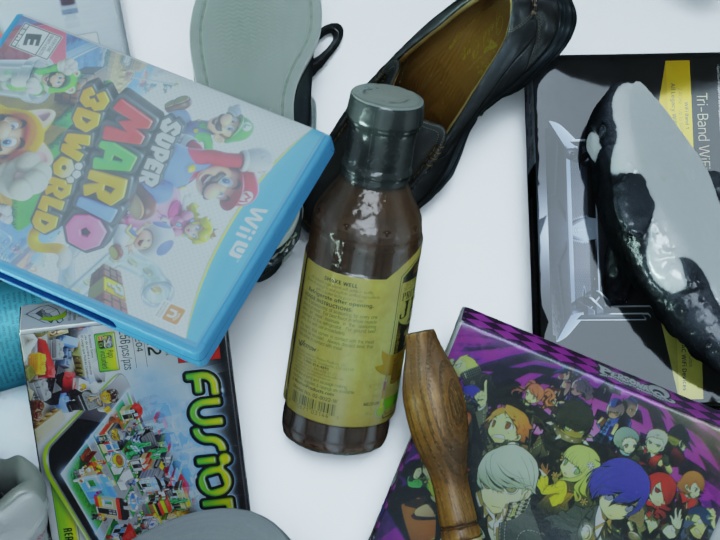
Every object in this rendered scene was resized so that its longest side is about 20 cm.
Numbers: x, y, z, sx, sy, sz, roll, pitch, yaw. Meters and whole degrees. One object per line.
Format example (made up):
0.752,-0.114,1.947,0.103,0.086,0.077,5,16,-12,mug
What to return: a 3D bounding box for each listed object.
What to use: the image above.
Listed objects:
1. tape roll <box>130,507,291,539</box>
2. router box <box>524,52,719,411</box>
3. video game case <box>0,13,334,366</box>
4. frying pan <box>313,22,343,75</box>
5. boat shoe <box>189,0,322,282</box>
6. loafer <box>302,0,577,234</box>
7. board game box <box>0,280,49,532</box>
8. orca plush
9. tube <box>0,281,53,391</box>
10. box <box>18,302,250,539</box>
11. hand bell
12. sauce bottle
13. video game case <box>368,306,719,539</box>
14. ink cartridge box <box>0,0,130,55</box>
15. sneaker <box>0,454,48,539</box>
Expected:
-0.094,0.219,1.406,0.200,0.200,0.066,-45,122,-5,tape roll
0.173,-0.020,1.548,0.156,0.052,0.201,-1,83,-2,router box
-0.133,-0.046,1.464,0.199,0.018,0.144,22,66,20,video game case
-0.093,-0.072,1.559,0.114,0.031,0.191,22,72,-9,frying pan
-0.061,-0.091,1.526,0.075,0.060,0.201,7,64,-1,boat shoe
0.029,-0.091,1.521,0.073,0.072,0.200,46,107,17,loafer
-0.263,0.041,1.538,0.199,0.043,0.200,4,83,-1,board game box
0.169,0.000,1.500,0.071,0.105,0.200,-36,89,40,orca plush
-0.213,0.040,1.495,0.199,0.050,0.078,-13,95,-2,tube
-0.116,0.109,1.490,0.109,0.035,0.201,-7,113,-2,box
0.053,0.130,1.460,0.104,0.104,0.201,-11,91,-2,hand bell
0.000,0.000,1.496,0.064,0.065,0.201,10,113,0,sauce bottle
0.113,0.140,1.506,0.199,0.036,0.182,23,106,2,video game case
-0.222,-0.174,1.552,0.161,0.050,0.201,-11,87,-12,ink cartridge box
-0.254,0.106,1.454,0.199,0.100,0.078,11,38,-7,sneaker
